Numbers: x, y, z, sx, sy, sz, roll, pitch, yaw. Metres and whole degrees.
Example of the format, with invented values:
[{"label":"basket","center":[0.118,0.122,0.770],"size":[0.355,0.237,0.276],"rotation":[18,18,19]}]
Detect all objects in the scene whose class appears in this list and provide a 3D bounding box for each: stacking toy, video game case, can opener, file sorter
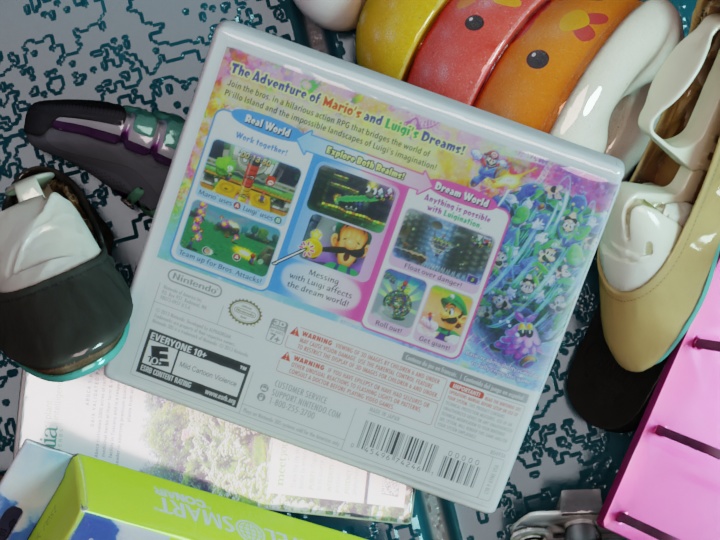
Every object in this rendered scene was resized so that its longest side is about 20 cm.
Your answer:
[{"label":"stacking toy","center":[0.046,-0.106,1.420],"size":[0.200,0.146,0.146],"rotation":[29,89,15]},{"label":"video game case","center":[0.000,0.000,1.346],"size":[0.199,0.024,0.183],"rotation":[20,108,0]},{"label":"can opener","center":[0.172,0.142,1.437],"size":[0.199,0.053,0.067],"rotation":[0,61,-2]},{"label":"file sorter","center":[0.226,0.062,1.351],"size":[0.139,0.125,0.201],"rotation":[25,88,-8]}]

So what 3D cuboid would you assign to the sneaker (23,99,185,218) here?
[{"label":"sneaker","center":[-0.075,-0.027,1.429],"size":[0.199,0.074,0.088],"rotation":[14,94,-2]}]

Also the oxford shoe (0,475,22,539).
[{"label":"oxford shoe","center":[-0.118,0.146,1.423],"size":[0.199,0.074,0.071],"rotation":[9,85,-3]}]

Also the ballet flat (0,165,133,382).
[{"label":"ballet flat","center":[-0.151,-0.005,1.361],"size":[0.068,0.200,0.069],"rotation":[-23,107,-3]}]

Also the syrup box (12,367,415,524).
[{"label":"syrup box","center":[-0.069,0.075,1.422],"size":[0.199,0.081,0.079],"rotation":[6,89,0]}]

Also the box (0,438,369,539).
[{"label":"box","center":[-0.092,0.162,1.381],"size":[0.199,0.048,0.122],"rotation":[19,120,-24]}]

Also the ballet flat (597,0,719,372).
[{"label":"ballet flat","center":[0.148,-0.049,1.377],"size":[0.063,0.069,0.201],"rotation":[15,103,-36]}]

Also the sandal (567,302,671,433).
[{"label":"sandal","center":[0.156,-0.014,1.432],"size":[0.045,0.075,0.200],"rotation":[26,91,-43]}]
